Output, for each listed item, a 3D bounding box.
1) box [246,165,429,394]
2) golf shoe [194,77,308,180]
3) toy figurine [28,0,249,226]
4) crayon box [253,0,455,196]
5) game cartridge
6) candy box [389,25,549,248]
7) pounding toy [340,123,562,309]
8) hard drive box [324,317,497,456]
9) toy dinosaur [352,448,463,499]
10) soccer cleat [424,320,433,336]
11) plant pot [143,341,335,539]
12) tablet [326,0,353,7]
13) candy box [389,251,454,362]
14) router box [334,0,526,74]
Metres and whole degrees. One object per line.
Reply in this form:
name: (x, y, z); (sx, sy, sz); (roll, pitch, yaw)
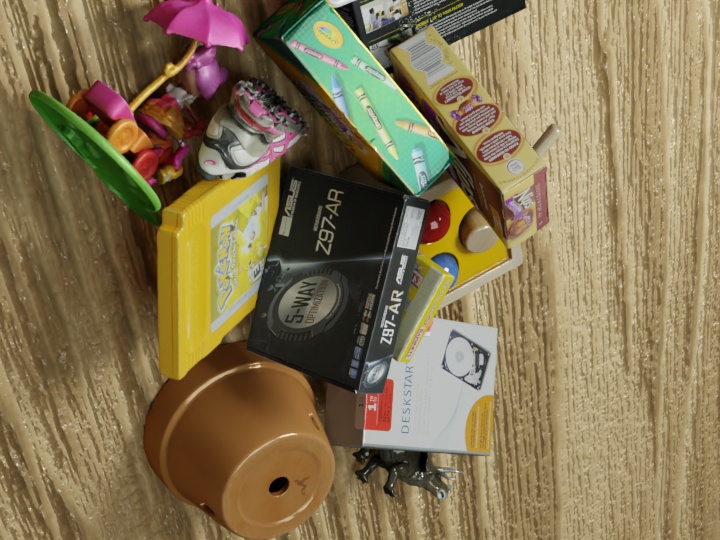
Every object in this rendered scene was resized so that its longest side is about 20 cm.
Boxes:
box: (-0.025, 0.007, 1.268); (0.043, 0.160, 0.201); (8, 98, -51)
golf shoe: (-0.108, -0.129, 1.178); (0.073, 0.200, 0.092); (44, 102, 1)
toy figurine: (-0.173, -0.159, 1.143); (0.184, 0.150, 0.200); (-49, 155, -12)
crayon box: (-0.007, -0.167, 1.199); (0.058, 0.119, 0.200); (-44, 111, -5)
game cartridge: (-0.136, -0.014, 1.230); (0.200, 0.032, 0.177); (-50, 149, -55)
candy box: (0.107, -0.131, 1.228); (0.056, 0.200, 0.117); (-33, 153, -7)
pounding toy: (0.106, -0.067, 1.363); (0.199, 0.142, 0.185); (-27, 130, -18)
hard drive box: (0.060, 0.132, 1.455); (0.199, 0.077, 0.157); (9, 81, -38)
toy dinosaur: (0.042, 0.210, 1.548); (0.102, 0.077, 0.201); (-41, 121, -32)
soccer cleat: (-0.009, 0.041, 1.346); (0.067, 0.199, 0.077); (-2, 87, -54)
plant pot: (-0.119, 0.198, 1.371); (0.199, 0.140, 0.201); (-16, 124, -25)
tablet: (0.027, -0.332, 1.176); (0.199, 0.131, 0.014); (-25, 170, -19)
candy box: (0.000, 0.000, 1.293); (0.026, 0.200, 0.103); (13, 110, -53)
router box: (0.066, -0.298, 1.256); (0.199, 0.051, 0.150); (-28, 127, -18)
